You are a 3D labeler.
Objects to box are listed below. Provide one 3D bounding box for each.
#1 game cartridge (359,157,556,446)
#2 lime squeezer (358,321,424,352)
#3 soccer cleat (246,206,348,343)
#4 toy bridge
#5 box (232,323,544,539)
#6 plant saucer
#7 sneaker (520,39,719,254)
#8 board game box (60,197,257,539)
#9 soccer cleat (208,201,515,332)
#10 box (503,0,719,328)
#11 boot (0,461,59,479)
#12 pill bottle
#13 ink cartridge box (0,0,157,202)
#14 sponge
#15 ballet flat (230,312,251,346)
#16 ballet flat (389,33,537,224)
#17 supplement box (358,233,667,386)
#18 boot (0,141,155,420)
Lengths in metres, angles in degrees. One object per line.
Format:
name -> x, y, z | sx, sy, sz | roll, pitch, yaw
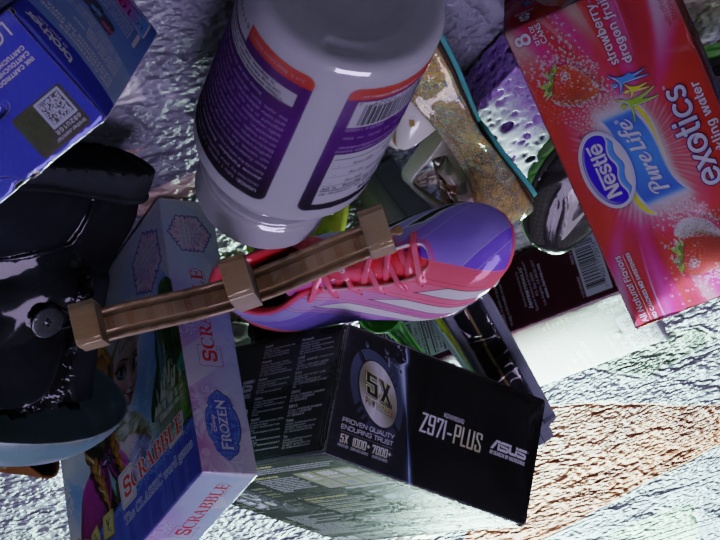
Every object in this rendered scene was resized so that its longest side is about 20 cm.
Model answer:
game cartridge -> 0.061, 0.020, 1.592 | 0.040, 0.133, 0.200 | -31, 136, 0
lime squeezer -> 0.016, 0.024, 1.641 | 0.038, 0.071, 0.200 | -29, 144, -3
soccer cleat -> -0.036, -0.016, 1.582 | 0.065, 0.084, 0.200 | 21, 137, 12
toy bridge -> -0.070, 0.007, 1.416 | 0.200, 0.027, 0.067 | -18, 171, 0
box -> -0.009, 0.109, 1.558 | 0.164, 0.086, 0.200 | 22, 159, -31
plant saucer -> -0.246, 0.077, 1.500 | 0.200, 0.200, 0.027 | 3, 110, -32
sneaker -> 0.179, -0.065, 1.507 | 0.200, 0.084, 0.077 | -37, 145, 30
board game box -> -0.139, 0.090, 1.555 | 0.041, 0.200, 0.200 | 7, 143, -28
soccer cleat -> 0.000, 0.000, 1.456 | 0.200, 0.067, 0.076 | -11, 169, 36
box -> 0.166, -0.081, 1.408 | 0.100, 0.200, 0.096 | -22, -164, 11
boot -> -0.323, 0.113, 1.535 | 0.200, 0.069, 0.188 | 5, 170, 41
pill bottle -> -0.032, -0.099, 1.367 | 0.111, 0.112, 0.200 | -4, 150, -22
ink cartridge box -> -0.186, -0.082, 1.211 | 0.136, 0.200, 0.076 | -37, 105, 16
sponge -> 0.143, -0.097, 1.550 | 0.200, 0.030, 0.112 | 5, 145, -34
ballet flat -> -0.090, 0.062, 1.670 | 0.072, 0.072, 0.200 | -16, 152, -1
ballet flat -> 0.045, -0.084, 1.441 | 0.071, 0.071, 0.200 | -23, 138, 12
supplement box -> 0.111, 0.042, 1.749 | 0.200, 0.061, 0.109 | -21, 152, 11
boot -> -0.222, 0.004, 1.410 | 0.200, 0.076, 0.168 | 5, 109, -43
